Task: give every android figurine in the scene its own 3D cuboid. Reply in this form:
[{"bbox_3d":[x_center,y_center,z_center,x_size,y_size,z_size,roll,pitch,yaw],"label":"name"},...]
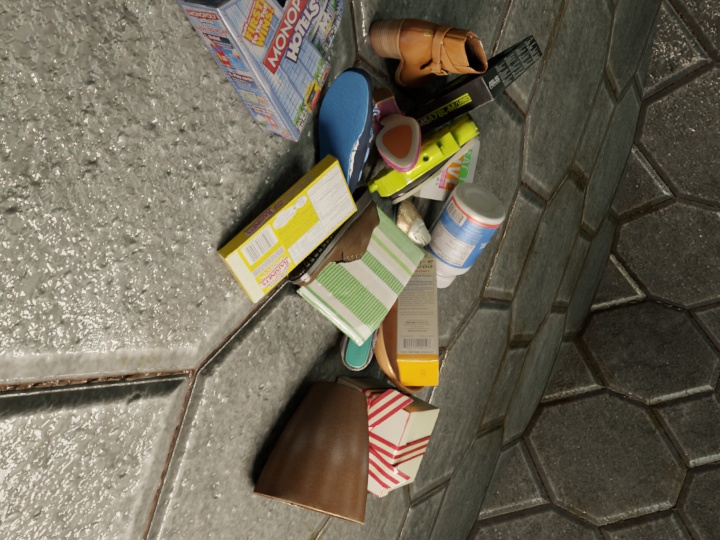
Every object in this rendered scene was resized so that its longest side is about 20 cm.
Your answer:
[{"bbox_3d":[0.092,-0.179,1.026,0.041,0.199,0.182,56,17,-12],"label":"android figurine"}]

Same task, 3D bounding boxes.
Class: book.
[{"bbox_3d":[0.162,-0.204,1.264,0.199,0.048,0.135,-3,110,-57],"label":"book"}]

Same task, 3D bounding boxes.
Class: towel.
[{"bbox_3d":[0.004,0.000,1.048,0.152,0.023,0.201,43,64,-18],"label":"towel"}]

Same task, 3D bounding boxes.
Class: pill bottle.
[{"bbox_3d":[0.188,-0.063,1.284,0.112,0.112,0.201,-34,159,-48],"label":"pill bottle"}]

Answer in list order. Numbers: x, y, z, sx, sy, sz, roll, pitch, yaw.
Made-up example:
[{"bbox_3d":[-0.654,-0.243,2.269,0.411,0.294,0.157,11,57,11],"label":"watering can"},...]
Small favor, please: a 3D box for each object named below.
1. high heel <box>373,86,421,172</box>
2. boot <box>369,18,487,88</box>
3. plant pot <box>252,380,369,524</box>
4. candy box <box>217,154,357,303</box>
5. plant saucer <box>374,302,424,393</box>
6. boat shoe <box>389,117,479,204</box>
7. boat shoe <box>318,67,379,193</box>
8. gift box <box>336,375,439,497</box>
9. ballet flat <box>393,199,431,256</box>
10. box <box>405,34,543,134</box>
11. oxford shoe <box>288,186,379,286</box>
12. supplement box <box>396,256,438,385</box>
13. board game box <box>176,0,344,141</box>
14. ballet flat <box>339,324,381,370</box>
[{"bbox_3d":[0.055,-0.184,0.967,0.067,0.201,0.096,-22,134,1],"label":"high heel"},{"bbox_3d":[0.121,-0.321,0.982,0.200,0.154,0.077,22,84,-62],"label":"boot"},{"bbox_3d":[-0.060,0.293,1.085,0.187,0.186,0.201,54,47,-58],"label":"plant pot"},{"bbox_3d":[-0.092,-0.056,0.876,0.200,0.026,0.102,-44,145,-17],"label":"candy box"},{"bbox_3d":[0.077,0.138,1.261,0.200,0.037,0.202,33,50,-49],"label":"plant saucer"},{"bbox_3d":[0.117,-0.192,1.141,0.200,0.063,0.073,-40,-173,-10],"label":"boat shoe"},{"bbox_3d":[-0.021,-0.194,0.921,0.069,0.084,0.201,-48,163,-47],"label":"boat shoe"},{"bbox_3d":[0.039,0.302,1.224,0.186,0.199,0.186,16,90,-61],"label":"gift box"},{"bbox_3d":[0.104,-0.049,1.235,0.071,0.065,0.201,-51,147,-34],"label":"ballet flat"},{"bbox_3d":[0.177,-0.297,1.076,0.200,0.193,0.048,-44,105,-38],"label":"box"},{"bbox_3d":[-0.029,-0.036,0.974,0.200,0.072,0.085,-48,119,-31],"label":"oxford shoe"},{"bbox_3d":[0.103,0.091,1.175,0.126,0.073,0.201,78,13,-59],"label":"supplement box"},{"bbox_3d":[-0.099,-0.279,0.722,0.200,0.061,0.201,31,81,-63],"label":"board game box"},{"bbox_3d":[0.010,0.081,1.164,0.072,0.072,0.202,44,62,-60],"label":"ballet flat"}]
